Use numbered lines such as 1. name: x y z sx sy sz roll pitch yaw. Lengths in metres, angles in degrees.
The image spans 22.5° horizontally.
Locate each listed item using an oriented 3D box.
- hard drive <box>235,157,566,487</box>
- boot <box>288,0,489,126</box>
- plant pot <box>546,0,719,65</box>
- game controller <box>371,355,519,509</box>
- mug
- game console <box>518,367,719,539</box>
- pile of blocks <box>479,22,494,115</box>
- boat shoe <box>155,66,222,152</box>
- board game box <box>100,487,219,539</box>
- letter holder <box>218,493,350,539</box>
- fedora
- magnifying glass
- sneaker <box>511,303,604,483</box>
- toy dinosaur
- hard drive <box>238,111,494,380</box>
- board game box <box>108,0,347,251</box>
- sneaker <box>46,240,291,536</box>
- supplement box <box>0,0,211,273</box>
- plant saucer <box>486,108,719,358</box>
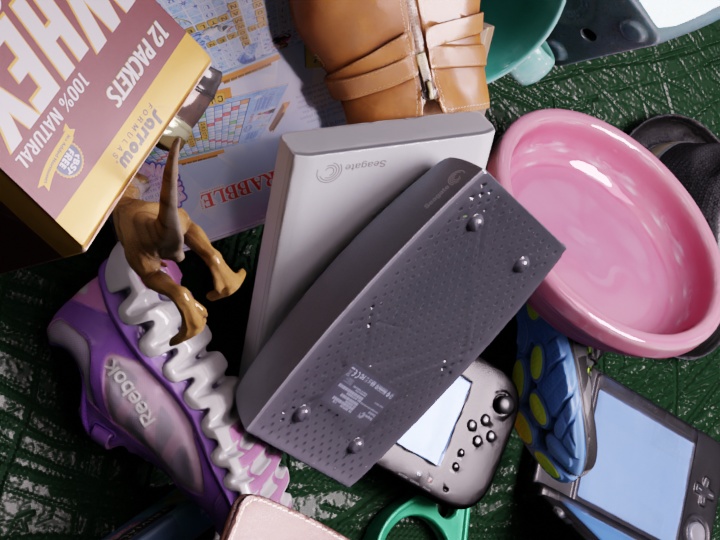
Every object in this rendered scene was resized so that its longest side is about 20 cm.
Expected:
1. hard drive: 0.022 0.030 1.066 0.200 0.042 0.135 -48 143 4
2. boot: 0.055 -0.171 1.075 0.200 0.077 0.155 -22 95 -19
3. plant pot: 0.193 -0.262 1.321 0.196 0.196 0.200 50 60 -23
4. game controller: 0.017 0.078 1.191 0.200 0.042 0.104 31 62 -24
5. mug: 0.051 -0.200 1.219 0.152 0.185 0.114 -16 52 -9
6. game console: 0.226 0.171 1.316 0.200 0.116 0.176 31 64 -33
7. pile of blocks: 0.040 -0.086 1.194 0.082 0.062 0.200 -50 151 -38
8. boat shoe: -0.167 -0.148 1.023 0.201 0.072 0.066 39 83 -13
9. board game box: -0.105 0.248 1.064 0.151 0.047 0.200 -32 104 -39
10. letter holder: -0.044 0.226 1.025 0.200 0.101 0.142 37 58 -30
11. fedora: 0.275 -0.032 1.408 0.201 0.092 0.201 8 78 -40
12. magnifying glass: 0.059 0.155 1.241 0.080 0.022 0.200 46 58 -24
13. sneaker: 0.150 0.053 1.277 0.083 0.071 0.200 15 56 -27
14. toy dinosaur: -0.108 -0.017 0.961 0.060 0.200 0.106 -41 107 -11
15. hard drive: 0.000 0.000 1.087 0.132 0.027 0.200 -9 131 -27
16. board game box: -0.080 -0.125 1.099 0.200 0.041 0.200 -19 96 -12
17. sneaker: -0.114 0.084 1.050 0.200 0.088 0.080 60 13 1
18. supplement box: -0.226 -0.107 0.921 0.197 0.200 0.133 46 56 -26
19. plant saucer: 0.164 -0.020 1.260 0.200 0.051 0.201 22 45 -24
